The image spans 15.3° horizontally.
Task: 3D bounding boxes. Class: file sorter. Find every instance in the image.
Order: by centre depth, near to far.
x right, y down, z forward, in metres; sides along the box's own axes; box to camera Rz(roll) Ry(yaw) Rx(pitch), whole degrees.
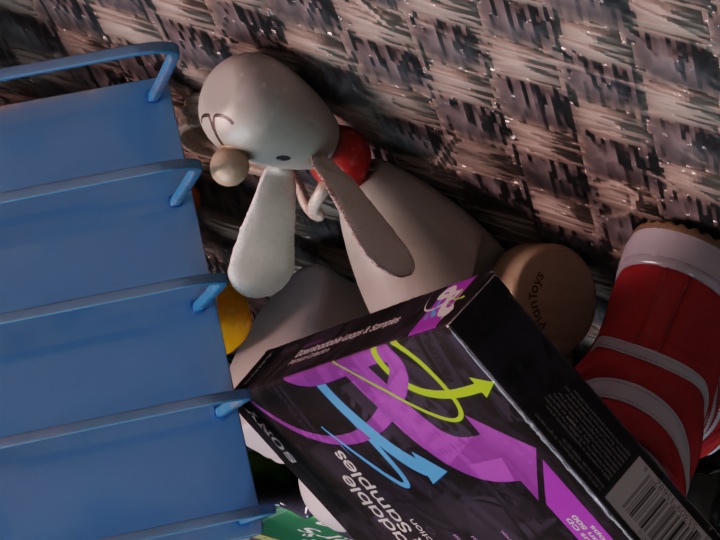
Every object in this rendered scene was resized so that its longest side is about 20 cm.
[{"bbox_3d":[-0.121,0.021,1.073,0.139,0.200,0.123,-11,175,-10],"label":"file sorter"}]

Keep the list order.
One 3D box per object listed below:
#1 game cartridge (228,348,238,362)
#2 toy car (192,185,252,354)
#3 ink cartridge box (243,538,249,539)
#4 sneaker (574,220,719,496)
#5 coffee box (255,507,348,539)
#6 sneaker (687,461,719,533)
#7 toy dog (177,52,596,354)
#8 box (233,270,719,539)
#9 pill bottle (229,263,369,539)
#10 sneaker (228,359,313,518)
[{"bbox_3d":[-0.102,0.046,1.450,0.200,0.038,0.130,25,164,-3],"label":"game cartridge"},{"bbox_3d":[-0.158,0.011,1.229,0.200,0.150,0.175,-17,168,-8],"label":"toy car"},{"bbox_3d":[-0.154,0.142,1.498,0.084,0.146,0.200,25,180,-36],"label":"ink cartridge box"},{"bbox_3d":[0.120,0.068,1.141,0.071,0.113,0.200,18,159,15],"label":"sneaker"},{"bbox_3d":[0.023,0.120,1.432,0.123,0.044,0.200,16,161,-20],"label":"coffee box"},{"bbox_3d":[0.141,0.143,1.365,0.090,0.070,0.200,16,161,11],"label":"sneaker"},{"bbox_3d":[0.000,0.000,1.126,0.200,0.096,0.132,29,159,-14],"label":"toy dog"},{"bbox_3d":[0.040,0.079,1.082,0.143,0.036,0.200,48,154,-11],"label":"box"},{"bbox_3d":[0.040,0.084,1.260,0.200,0.120,0.120,30,159,-18],"label":"pill bottle"},{"bbox_3d":[-0.105,0.084,1.335,0.200,0.081,0.074,1,126,-15],"label":"sneaker"}]
